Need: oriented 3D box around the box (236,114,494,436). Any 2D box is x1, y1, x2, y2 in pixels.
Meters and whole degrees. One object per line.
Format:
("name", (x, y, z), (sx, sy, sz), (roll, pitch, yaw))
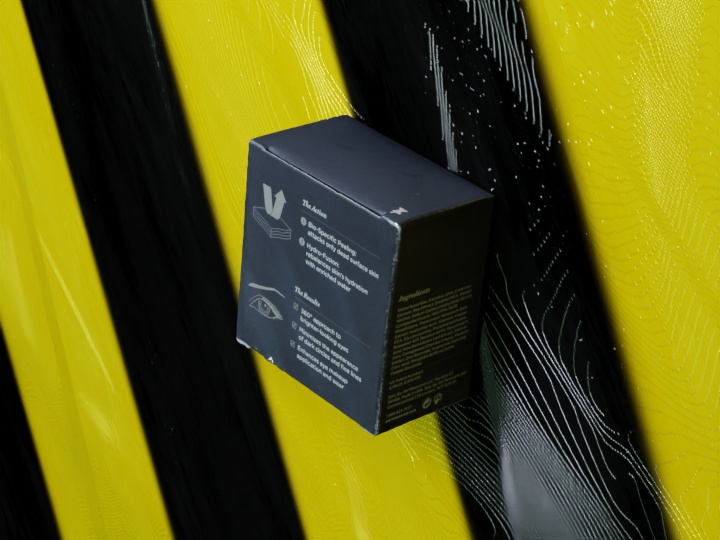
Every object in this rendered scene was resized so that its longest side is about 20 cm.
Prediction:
("box", (0.000, 0.000, 1.660), (0.196, 0.117, 0.201), (32, 127, 40))
